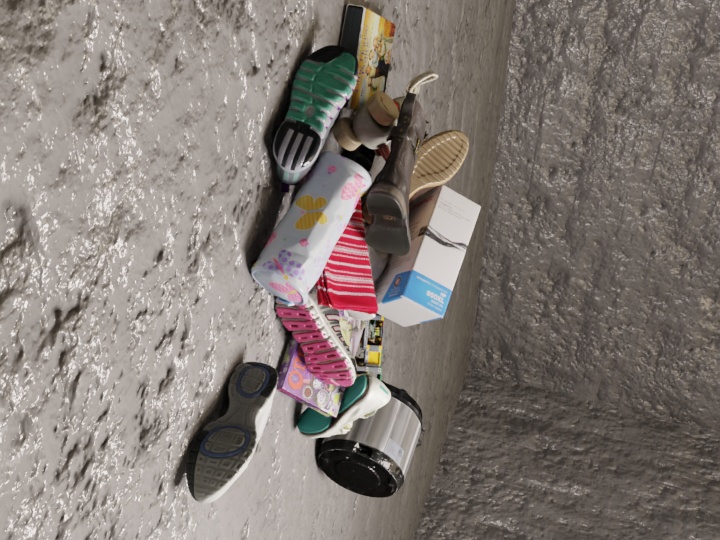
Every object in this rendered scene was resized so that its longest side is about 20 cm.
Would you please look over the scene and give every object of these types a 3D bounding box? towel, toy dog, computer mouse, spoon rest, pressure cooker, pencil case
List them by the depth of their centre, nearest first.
[{"bbox_3d":[-0.062,-0.055,1.060,0.201,0.083,0.091,-61,169,-22],"label":"pencil case"},{"bbox_3d":[-0.026,-0.039,1.167,0.144,0.022,0.202,13,65,-59],"label":"towel"},{"bbox_3d":[0.050,-0.219,1.267,0.199,0.097,0.132,-31,180,-37],"label":"toy dog"},{"bbox_3d":[0.000,0.000,1.293,0.099,0.060,0.201,47,33,-28],"label":"spoon rest"},{"bbox_3d":[-0.022,-0.139,1.320,0.059,0.034,0.202,31,78,-60],"label":"computer mouse"},{"bbox_3d":[0.028,0.307,1.571,0.177,0.177,0.201,81,25,-47],"label":"pressure cooker"}]

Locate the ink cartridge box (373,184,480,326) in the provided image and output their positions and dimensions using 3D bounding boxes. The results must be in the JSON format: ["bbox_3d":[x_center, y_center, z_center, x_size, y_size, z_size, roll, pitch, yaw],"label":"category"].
[{"bbox_3d":[0.101,-0.022,1.338,0.144,0.084,0.202,-23,-136,66],"label":"ink cartridge box"}]

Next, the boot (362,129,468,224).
[{"bbox_3d":[0.076,-0.151,1.328,0.200,0.072,0.166,-42,-169,-2],"label":"boot"}]

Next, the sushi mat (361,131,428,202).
[{"bbox_3d":[0.047,-0.162,1.354,0.096,0.012,0.200,-40,178,-20],"label":"sushi mat"}]

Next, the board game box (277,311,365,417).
[{"bbox_3d":[-0.055,0.110,1.271,0.120,0.032,0.202,32,65,-33],"label":"board game box"}]

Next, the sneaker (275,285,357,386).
[{"bbox_3d":[-0.052,0.084,1.206,0.201,0.073,0.088,61,35,-31],"label":"sneaker"}]

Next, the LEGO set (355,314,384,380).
[{"bbox_3d":[-0.029,0.142,1.419,0.154,0.115,0.202,-134,-131,-77],"label":"LEGO set"}]

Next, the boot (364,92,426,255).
[{"bbox_3d":[0.060,-0.132,1.180,0.200,0.069,0.175,88,17,-62],"label":"boot"}]

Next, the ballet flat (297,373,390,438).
[{"bbox_3d":[-0.024,0.227,1.313,0.200,0.069,0.070,-38,-164,40],"label":"ballet flat"}]

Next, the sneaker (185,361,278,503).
[{"bbox_3d":[-0.151,0.207,1.014,0.201,0.074,0.088,-62,163,-47],"label":"sneaker"}]

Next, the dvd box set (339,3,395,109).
[{"bbox_3d":[0.008,-0.322,1.275,0.200,0.029,0.148,-28,129,-72],"label":"dvd box set"}]

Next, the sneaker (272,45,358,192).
[{"bbox_3d":[-0.065,-0.198,1.060,0.088,0.074,0.201,118,-2,-64],"label":"sneaker"}]
